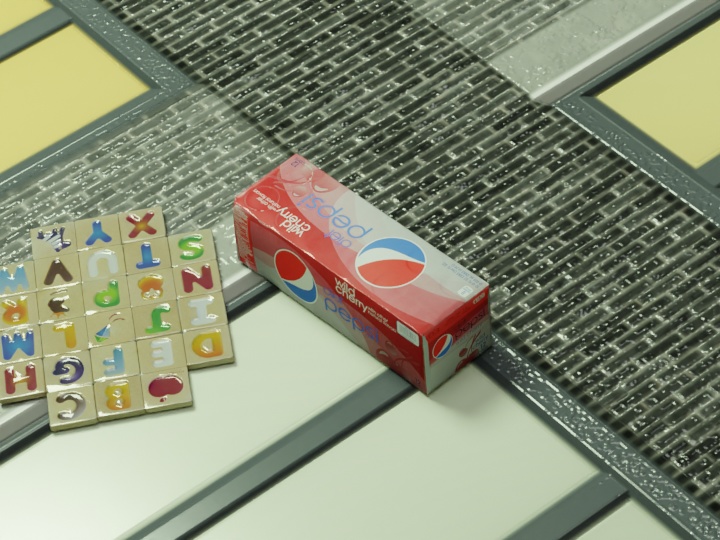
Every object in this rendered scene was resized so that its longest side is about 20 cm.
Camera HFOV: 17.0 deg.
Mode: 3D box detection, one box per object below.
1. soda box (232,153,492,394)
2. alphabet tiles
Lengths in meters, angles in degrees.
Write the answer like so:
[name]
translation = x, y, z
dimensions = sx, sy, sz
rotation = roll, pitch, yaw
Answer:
[soda box]
translation = 0.000, 0.000, 1.691
dimensions = 0.070, 0.063, 0.200
rotation = -37, 53, -26
[alphabet tiles]
translation = -0.180, 0.031, 1.721
dimensions = 0.166, 0.006, 0.200
rotation = -10, 46, -4
